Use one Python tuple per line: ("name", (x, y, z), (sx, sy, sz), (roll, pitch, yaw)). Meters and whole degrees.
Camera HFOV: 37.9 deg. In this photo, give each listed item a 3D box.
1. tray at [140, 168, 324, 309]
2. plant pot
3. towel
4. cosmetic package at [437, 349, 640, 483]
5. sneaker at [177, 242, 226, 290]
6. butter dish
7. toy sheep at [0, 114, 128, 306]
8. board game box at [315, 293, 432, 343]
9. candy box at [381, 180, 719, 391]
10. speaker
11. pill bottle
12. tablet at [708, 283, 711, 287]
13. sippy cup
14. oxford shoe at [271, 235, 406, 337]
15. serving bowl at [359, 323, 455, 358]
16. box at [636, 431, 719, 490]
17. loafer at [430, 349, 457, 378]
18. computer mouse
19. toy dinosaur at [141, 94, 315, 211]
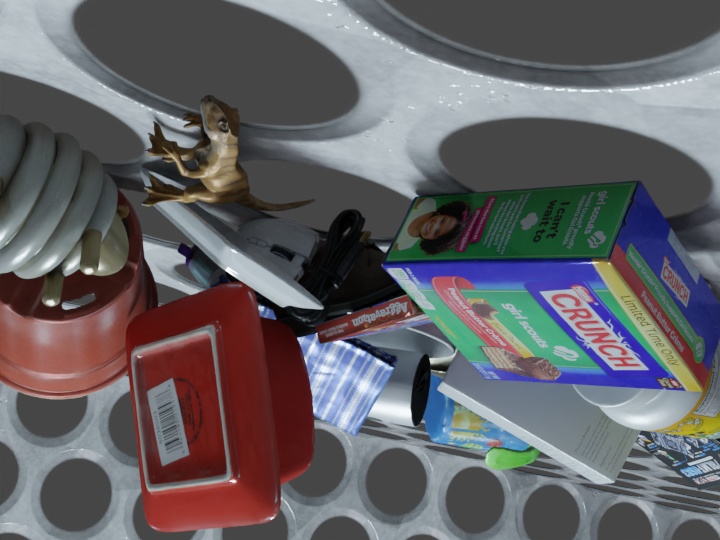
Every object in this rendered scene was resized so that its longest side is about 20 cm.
("tray", (-0.114, -0.023, 0.862), (0.107, 0.022, 0.200), (37, 179, -37))
("plant pot", (-0.288, 0.004, 1.007), (0.199, 0.202, 0.195), (15, 158, -10))
("towel", (-0.073, 0.092, 1.063), (0.199, 0.024, 0.145), (25, 137, -1))
("cosmetic package", (0.190, 0.122, 1.078), (0.199, 0.113, 0.081), (31, 170, 8))
("sneaker", (-0.117, 0.008, 1.149), (0.087, 0.075, 0.200), (40, -175, 26))
("butter dish", (-0.106, 0.122, 0.946), (0.199, 0.201, 0.147), (-17, 168, 42))
("toy sheep", (-0.269, -0.056, 0.839), (0.137, 0.139, 0.200), (-2, 148, 47))
("board game box", (0.061, 0.034, 0.931), (0.103, 0.020, 0.199), (-22, 171, 36))
("candy box", (0.146, 0.016, 0.789), (0.199, 0.077, 0.169), (-3, 142, 42))
("speaker", (-0.025, 0.115, 1.139), (0.199, 0.082, 0.081), (7, 166, 17))
("pill bottle", (0.268, 0.087, 0.920), (0.112, 0.114, 0.199), (0, 170, 43))
("tablet", (0.207, 0.027, 0.951), (0.129, 0.014, 0.200), (3, 168, -17))
("sippy cup", (0.149, 0.163, 1.289), (0.129, 0.141, 0.178), (2, 179, -15))
("oxford shoe", (0.000, 0.000, 0.948), (0.199, 0.085, 0.073), (-17, 171, 22))
("serving bowl", (0.008, 0.037, 1.103), (0.199, 0.066, 0.200), (12, 166, 3))
("box", (0.348, 0.166, 1.193), (0.198, 0.050, 0.200), (35, 167, 9))
("loafer", (0.079, 0.088, 1.228), (0.199, 0.076, 0.069), (1, 167, 41))
("computer mouse", (-0.075, -0.012, 0.937), (0.044, 0.110, 0.199), (40, 162, -32))
("toy dinosaur", (-0.106, -0.067, 0.794), (0.105, 0.061, 0.200), (9, 166, 9))
